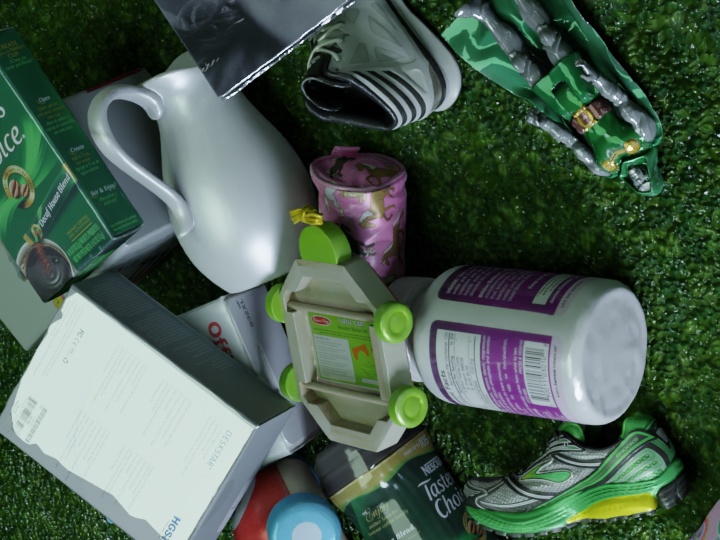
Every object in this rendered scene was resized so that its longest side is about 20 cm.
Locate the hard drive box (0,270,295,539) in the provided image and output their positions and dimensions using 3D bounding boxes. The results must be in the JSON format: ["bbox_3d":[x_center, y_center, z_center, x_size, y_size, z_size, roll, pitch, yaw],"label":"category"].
[{"bbox_3d":[-0.181,0.123,1.627,0.200,0.077,0.156,37,111,13],"label":"hard drive box"}]

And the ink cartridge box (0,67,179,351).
[{"bbox_3d":[-0.247,-0.053,1.734,0.145,0.145,0.200,54,134,4],"label":"ink cartridge box"}]

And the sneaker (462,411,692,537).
[{"bbox_3d":[0.167,0.159,1.567,0.200,0.078,0.085,-17,93,33],"label":"sneaker"}]

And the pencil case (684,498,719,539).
[{"bbox_3d":[0.307,0.187,1.457,0.087,0.087,0.200,44,131,13],"label":"pencil case"}]

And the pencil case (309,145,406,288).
[{"bbox_3d":[0.000,0.000,1.606,0.086,0.083,0.200,17,122,32],"label":"pencil case"}]

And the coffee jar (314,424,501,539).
[{"bbox_3d":[0.050,0.213,1.657,0.085,0.104,0.200,-37,87,34],"label":"coffee jar"}]

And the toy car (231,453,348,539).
[{"bbox_3d":[-0.096,0.278,1.690,0.177,0.200,0.184,62,176,-10],"label":"toy car"}]

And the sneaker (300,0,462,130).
[{"bbox_3d":[-0.020,-0.189,1.505,0.201,0.115,0.076,47,132,11],"label":"sneaker"}]

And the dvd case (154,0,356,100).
[{"bbox_3d":[-0.065,-0.245,1.487,0.200,0.016,0.149,-36,72,8],"label":"dvd case"}]

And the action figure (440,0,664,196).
[{"bbox_3d":[0.156,-0.134,1.438,0.200,0.055,0.118,49,130,3],"label":"action figure"}]

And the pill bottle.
[{"bbox_3d":[0.112,0.054,1.523,0.200,0.112,0.112,7,115,37],"label":"pill bottle"}]

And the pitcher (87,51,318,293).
[{"bbox_3d":[-0.129,-0.078,1.609,0.121,0.171,0.200,-17,100,49],"label":"pitcher"}]

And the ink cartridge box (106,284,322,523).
[{"bbox_3d":[-0.152,0.115,1.703,0.200,0.084,0.145,-23,91,25],"label":"ink cartridge box"}]

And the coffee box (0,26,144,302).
[{"bbox_3d":[-0.275,-0.086,1.611,0.123,0.044,0.200,-36,85,41],"label":"coffee box"}]

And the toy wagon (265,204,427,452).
[{"bbox_3d":[-0.014,0.043,1.543,0.155,0.040,0.200,8,112,51],"label":"toy wagon"}]
